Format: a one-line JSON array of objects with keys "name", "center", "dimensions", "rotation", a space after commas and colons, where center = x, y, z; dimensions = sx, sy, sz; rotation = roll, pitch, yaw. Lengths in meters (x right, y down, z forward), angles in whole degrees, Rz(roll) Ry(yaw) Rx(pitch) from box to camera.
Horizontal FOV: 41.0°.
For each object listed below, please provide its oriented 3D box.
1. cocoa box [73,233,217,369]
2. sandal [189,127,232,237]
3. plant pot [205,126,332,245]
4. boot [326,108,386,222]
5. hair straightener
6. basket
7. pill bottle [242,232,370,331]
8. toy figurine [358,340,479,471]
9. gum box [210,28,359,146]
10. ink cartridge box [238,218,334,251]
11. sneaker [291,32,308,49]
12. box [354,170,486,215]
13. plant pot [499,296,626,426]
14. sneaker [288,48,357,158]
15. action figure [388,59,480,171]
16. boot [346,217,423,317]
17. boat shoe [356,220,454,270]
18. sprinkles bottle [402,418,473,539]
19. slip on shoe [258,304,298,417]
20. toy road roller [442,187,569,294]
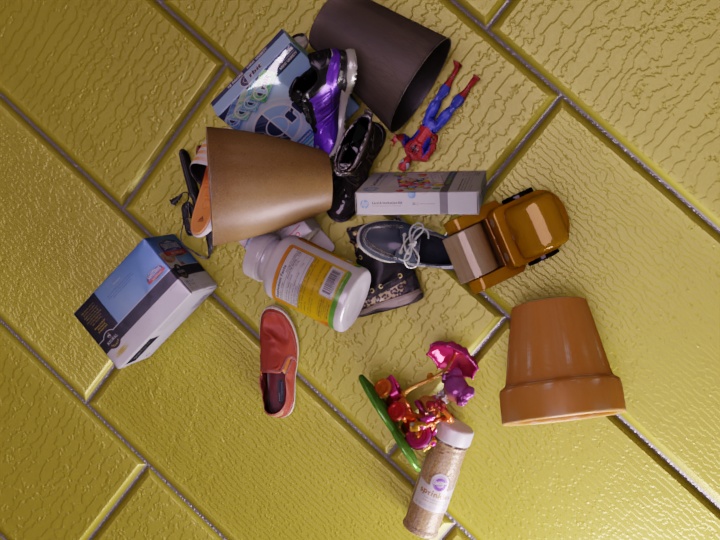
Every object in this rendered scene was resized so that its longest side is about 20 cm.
[{"name": "cocoa box", "center": [-0.381, 0.051, 1.717], "dimensions": [0.200, 0.133, 0.132], "rotation": [-44, 85, 13]}, {"name": "sandal", "center": [-0.263, -0.163, 1.664], "dimensions": [0.078, 0.059, 0.211], "rotation": [-4, 65, 38]}, {"name": "plant pot", "center": [-0.148, -0.142, 1.559], "dimensions": [0.196, 0.186, 0.191], "rotation": [-5, 95, -10]}, {"name": "boot", "center": [-0.020, -0.171, 1.591], "dimensions": [0.068, 0.174, 0.203], "rotation": [23, 100, 6]}, {"name": "hair straightener", "center": [-0.303, -0.119, 1.737], "dimensions": [0.075, 0.041, 0.204], "rotation": [-7, 98, 14]}, {"name": "basket", "center": [0.022, -0.360, 1.589], "dimensions": [0.199, 0.136, 0.182], "rotation": [38, 118, 12]}, {"name": "pill bottle", "center": [-0.091, 0.010, 1.588], "dimensions": [0.197, 0.111, 0.113], "rotation": [25, 100, 16]}, {"name": "toy figurine", "center": [0.120, 0.204, 1.610], "dimensions": [0.183, 0.151, 0.201], "rotation": [-35, 46, 2]}, {"name": "gum box", "center": [-0.122, -0.275, 1.601], "dimensions": [0.169, 0.199, 0.045], "rotation": [-42, 48, 12]}, {"name": "ink cartridge box", "center": [-0.151, -0.076, 1.686], "dimensions": [0.116, 0.067, 0.200], "rotation": [-44, 85, 13]}, {"name": "sneaker", "center": [-0.131, -0.318, 1.640], "dimensions": [0.081, 0.075, 0.200], "rotation": [38, 130, -2]}, {"name": "box", "center": [0.103, -0.128, 1.576], "dimensions": [0.196, 0.156, 0.042], "rotation": [-1, 108, 14]}, {"name": "plant pot", "center": [0.314, 0.145, 1.550], "dimensions": [0.196, 0.200, 0.187], "rotation": [-9, 77, 13]}, {"name": "sneaker", "center": [-0.072, -0.272, 1.557], "dimensions": [0.097, 0.070, 0.203], "rotation": [-1, 132, -18]}, {"name": "action figure", "center": [0.117, -0.250, 1.597], "dimensions": [0.065, 0.099, 0.202], "rotation": [35, 104, 8]}, {"name": "boot", "center": [0.000, 0.000, 1.656], "dimensions": [0.196, 0.073, 0.154], "rotation": [-12, 94, 10]}, {"name": "boat shoe", "center": [0.092, -0.039, 1.598], "dimensions": [0.196, 0.062, 0.076], "rotation": [16, 86, -15]}, {"name": "sprinkles bottle", "center": [0.134, 0.357, 1.662], "dimensions": [0.067, 0.068, 0.204], "rotation": [20, 100, 10]}, {"name": "slip on shoe", "center": [-0.149, 0.164, 1.712], "dimensions": [0.072, 0.061, 0.205], "rotation": [0, 94, 14]}, {"name": "toy road roller", "center": [0.242, -0.058, 1.535], "dimensions": [0.197, 0.146, 0.125], "rotation": [-24, 90, -15]}]
